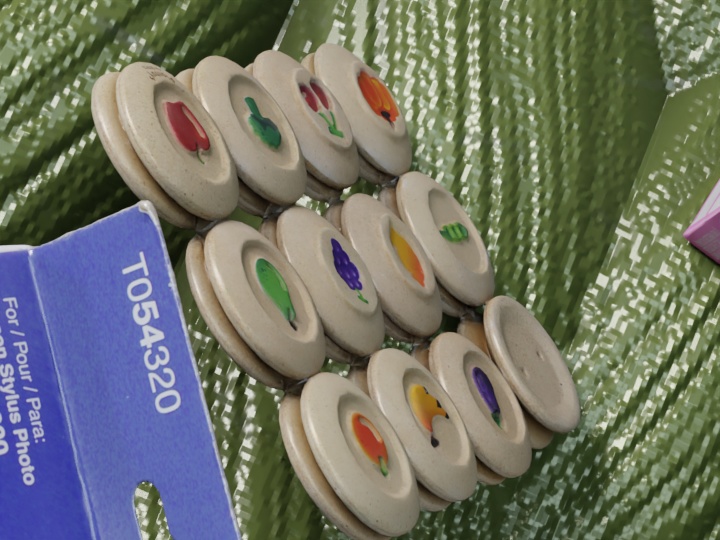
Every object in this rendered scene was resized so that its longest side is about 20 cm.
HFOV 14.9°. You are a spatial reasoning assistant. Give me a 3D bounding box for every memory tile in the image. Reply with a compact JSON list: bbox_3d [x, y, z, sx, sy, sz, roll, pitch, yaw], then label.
[{"bbox_3d":[0.000,0.000,0.823,0.017,0.200,0.154,-32,85,21],"label":"memory tile"}]

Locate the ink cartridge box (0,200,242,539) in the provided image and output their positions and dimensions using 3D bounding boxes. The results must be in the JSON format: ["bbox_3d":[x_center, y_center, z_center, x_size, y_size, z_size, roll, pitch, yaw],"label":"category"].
[{"bbox_3d":[-0.119,0.102,0.753,0.043,0.199,0.197,-1,72,-55],"label":"ink cartridge box"}]

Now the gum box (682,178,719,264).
[{"bbox_3d":[0.209,-0.054,0.944,0.113,0.066,0.200,36,70,-3],"label":"gum box"}]
